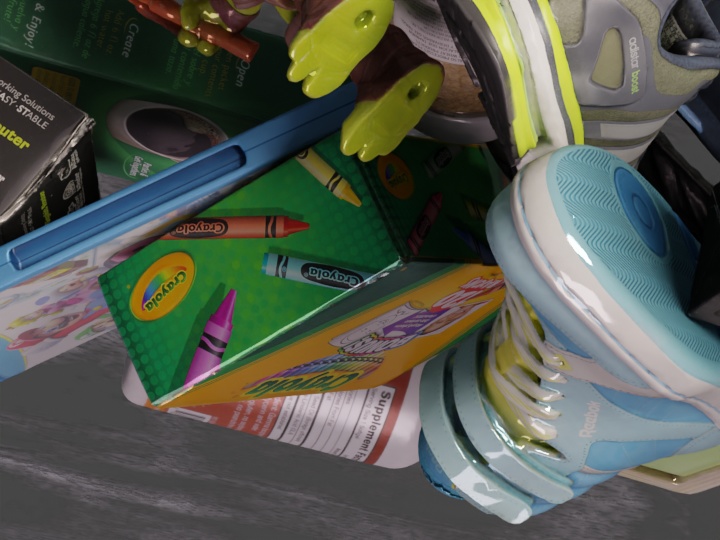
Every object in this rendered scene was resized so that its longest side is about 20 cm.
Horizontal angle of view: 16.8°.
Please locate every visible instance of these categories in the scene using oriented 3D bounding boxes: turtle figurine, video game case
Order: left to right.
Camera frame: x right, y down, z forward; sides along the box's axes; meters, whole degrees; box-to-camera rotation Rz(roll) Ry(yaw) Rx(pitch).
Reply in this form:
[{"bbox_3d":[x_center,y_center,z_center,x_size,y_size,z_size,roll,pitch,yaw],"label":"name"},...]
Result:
[{"bbox_3d":[-0.075,-0.012,0.959,0.200,0.018,0.143,-25,169,4],"label":"video game case"},{"bbox_3d":[-0.037,-0.110,0.845,0.161,0.064,0.200,48,165,31],"label":"turtle figurine"}]

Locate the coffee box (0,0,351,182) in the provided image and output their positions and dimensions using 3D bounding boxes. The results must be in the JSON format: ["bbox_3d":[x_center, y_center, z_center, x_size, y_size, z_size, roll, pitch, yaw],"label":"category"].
[{"bbox_3d":[-0.088,-0.075,1.069,0.199,0.044,0.123,15,161,-6],"label":"coffee box"}]

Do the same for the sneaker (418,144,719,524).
[{"bbox_3d":[0.059,0.032,0.820,0.130,0.080,0.200,-24,151,19],"label":"sneaker"}]

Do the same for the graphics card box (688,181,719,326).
[{"bbox_3d":[0.212,0.006,0.725,0.199,0.051,0.125,18,162,-10],"label":"graphics card box"}]

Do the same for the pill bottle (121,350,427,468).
[{"bbox_3d":[-0.013,0.036,1.241,0.199,0.113,0.112,14,162,-7],"label":"pill bottle"}]

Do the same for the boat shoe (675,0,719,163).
[{"bbox_3d":[0.174,-0.021,0.889,0.069,0.200,0.084,-34,178,26],"label":"boat shoe"}]

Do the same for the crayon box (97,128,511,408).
[{"bbox_3d":[0.000,0.000,0.970,0.119,0.058,0.200,-30,168,23],"label":"crayon box"}]

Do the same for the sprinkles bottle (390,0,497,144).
[{"bbox_3d":[0.039,-0.111,0.845,0.068,0.068,0.200,11,161,4],"label":"sprinkles bottle"}]

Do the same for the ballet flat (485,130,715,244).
[{"bbox_3d":[0.117,-0.017,0.952,0.200,0.066,0.057,45,162,10],"label":"ballet flat"}]

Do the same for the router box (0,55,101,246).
[{"bbox_3d":[-0.202,-0.062,1.027,0.200,0.062,0.150,33,159,11],"label":"router box"}]

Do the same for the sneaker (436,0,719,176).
[{"bbox_3d":[0.084,-0.058,0.823,0.081,0.074,0.200,-24,163,4],"label":"sneaker"}]

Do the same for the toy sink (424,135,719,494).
[{"bbox_3d":[0.102,0.024,1.130,0.199,0.112,0.130,18,160,-16],"label":"toy sink"}]
